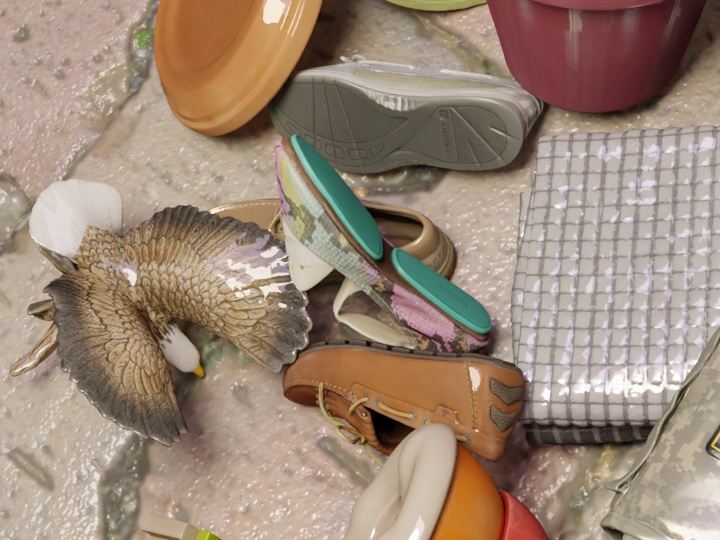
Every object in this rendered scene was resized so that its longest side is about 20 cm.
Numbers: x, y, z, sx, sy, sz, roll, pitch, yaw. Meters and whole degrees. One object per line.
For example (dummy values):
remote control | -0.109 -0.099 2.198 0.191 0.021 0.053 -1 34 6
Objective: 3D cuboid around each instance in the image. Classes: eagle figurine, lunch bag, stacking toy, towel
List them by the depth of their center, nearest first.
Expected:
lunch bag | 0.250 0.127 0.940 0.199 0.118 0.165 35 78 -2
stacking toy | 0.088 0.192 0.992 0.199 0.146 0.147 28 74 -7
towel | 0.183 0.010 1.085 0.164 0.086 0.202 -3 66 20
eagle figurine | -0.143 0.027 1.157 0.200 0.150 0.153 14 89 59

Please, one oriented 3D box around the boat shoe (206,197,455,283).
boat shoe | -0.034 -0.027 1.191 0.198 0.065 0.072 2 66 21

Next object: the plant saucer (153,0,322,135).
plant saucer | -0.096 -0.201 1.259 0.200 0.037 0.202 -27 54 44

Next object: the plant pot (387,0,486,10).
plant pot | 0.053 -0.330 1.255 0.199 0.200 0.191 -24 47 8

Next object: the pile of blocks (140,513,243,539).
pile of blocks | -0.060 0.214 1.073 0.199 0.082 0.063 15 70 25

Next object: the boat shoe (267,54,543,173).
boat shoe | 0.029 -0.115 1.215 0.200 0.075 0.065 4 30 25

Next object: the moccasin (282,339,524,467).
moccasin | 0.021 0.088 1.089 0.200 0.073 0.078 5 81 43

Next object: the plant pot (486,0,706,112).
plant pot | 0.157 -0.212 1.129 0.198 0.180 0.201 -3 52 4

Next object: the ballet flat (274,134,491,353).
ballet flat | 0.000 0.000 1.105 0.071 0.200 0.069 -40 24 19
